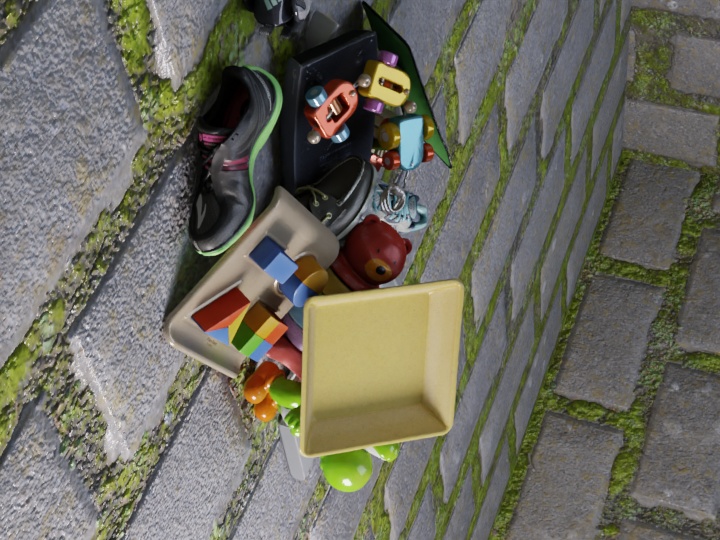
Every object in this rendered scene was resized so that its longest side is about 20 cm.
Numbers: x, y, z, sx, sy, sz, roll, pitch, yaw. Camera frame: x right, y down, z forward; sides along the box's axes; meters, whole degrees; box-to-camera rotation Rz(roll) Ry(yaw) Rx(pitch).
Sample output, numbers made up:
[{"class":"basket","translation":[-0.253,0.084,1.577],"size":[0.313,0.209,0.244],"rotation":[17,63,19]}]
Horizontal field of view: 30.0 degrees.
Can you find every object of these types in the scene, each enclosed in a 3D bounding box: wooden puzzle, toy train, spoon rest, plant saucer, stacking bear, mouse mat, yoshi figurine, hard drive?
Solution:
[{"class":"wooden puzzle","translation":[-0.106,0.024,1.458],"size":[0.201,0.046,0.185],"rotation":[-52,154,-1]},{"class":"toy train","translation":[0.005,-0.166,1.543],"size":[0.151,0.055,0.200],"rotation":[-53,133,-16]},{"class":"spoon rest","translation":[-0.008,-0.253,1.649],"size":[0.061,0.099,0.199],"rotation":[-56,149,6]},{"class":"plant saucer","translation":[0.017,0.104,1.553],"size":[0.048,0.197,0.203],"rotation":[-136,-135,-58]},{"class":"stacking bear","translation":[-0.025,0.024,1.592],"size":[0.200,0.121,0.114],"rotation":[-47,-159,14]},{"class":"mouse mat","translation":[0.060,-0.238,1.726],"size":[0.007,0.161,0.201],"rotation":[-29,128,-5]},{"class":"yoshi figurine","translation":[-0.053,0.199,1.627],"size":[0.112,0.198,0.113],"rotation":[-29,139,-55]},{"class":"hard drive","translation":[-0.058,0.172,1.872],"size":[0.133,0.026,0.201],"rotation":[81,27,-50]},{"class":"hard drive","translation":[-0.039,-0.179,1.579],"size":[0.134,0.042,0.202],"rotation":[-31,141,-34]}]

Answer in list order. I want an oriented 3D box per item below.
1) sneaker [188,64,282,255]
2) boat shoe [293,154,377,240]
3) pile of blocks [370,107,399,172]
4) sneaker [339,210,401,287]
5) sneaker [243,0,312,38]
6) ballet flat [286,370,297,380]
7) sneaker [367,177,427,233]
[{"class":"sneaker","translation":[-0.142,-0.115,1.362],"size":[0.084,0.076,0.203],"rotation":[25,75,-54]},{"class":"boat shoe","translation":[-0.058,-0.060,1.560],"size":[0.202,0.072,0.060],"rotation":[-50,135,-10]},{"class":"pile of blocks","translation":[0.030,-0.169,1.810],"size":[0.200,0.081,0.063],"rotation":[32,72,-72]},{"class":"sneaker","translation":[0.000,0.000,1.664],"size":[0.201,0.072,0.085],"rotation":[61,38,-39]},{"class":"sneaker","translation":[-0.083,-0.308,1.369],"size":[0.200,0.077,0.142],"rotation":[58,47,-65]},{"class":"ballet flat","translation":[-0.042,0.106,1.719],"size":[0.200,0.069,0.070],"rotation":[-47,-176,40]},{"class":"sneaker","translation":[0.037,-0.096,1.853],"size":[0.200,0.085,0.079],"rotation":[18,77,-67]}]
